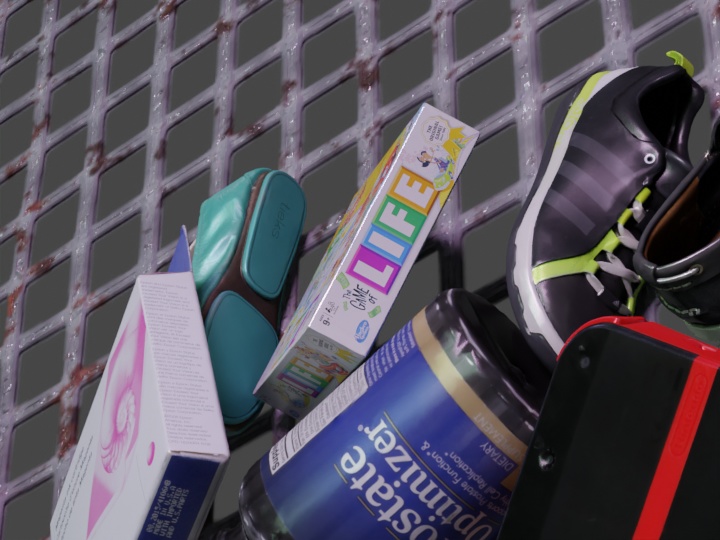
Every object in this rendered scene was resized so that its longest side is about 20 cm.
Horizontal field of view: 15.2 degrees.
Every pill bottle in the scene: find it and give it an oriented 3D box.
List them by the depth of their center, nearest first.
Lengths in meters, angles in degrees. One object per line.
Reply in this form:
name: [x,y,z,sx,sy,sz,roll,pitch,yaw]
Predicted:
pill bottle: [0.012,0.112,1.343,0.200,0.112,0.112,-43,35,14]

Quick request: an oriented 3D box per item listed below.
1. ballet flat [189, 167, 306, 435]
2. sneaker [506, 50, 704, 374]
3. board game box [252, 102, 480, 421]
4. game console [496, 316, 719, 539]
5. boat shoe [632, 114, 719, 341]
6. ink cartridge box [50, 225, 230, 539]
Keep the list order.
ballet flat: [-0.081,0.026,1.576,0.070,0.067,0.200,-24,37,35]
sneaker: [0.132,-0.034,1.369,0.083,0.072,0.200,-19,46,38]
board game box: [0.000,0.000,1.440,0.135,0.034,0.200,-63,4,-16]
game console: [0.130,0.130,1.207,0.177,0.031,0.200,23,97,47]
boat shoe: [0.208,-0.062,1.310,0.200,0.068,0.072,-53,32,-4]
ink cartridge box: [-0.131,0.107,1.505,0.200,0.043,0.196,-107,32,-49]
